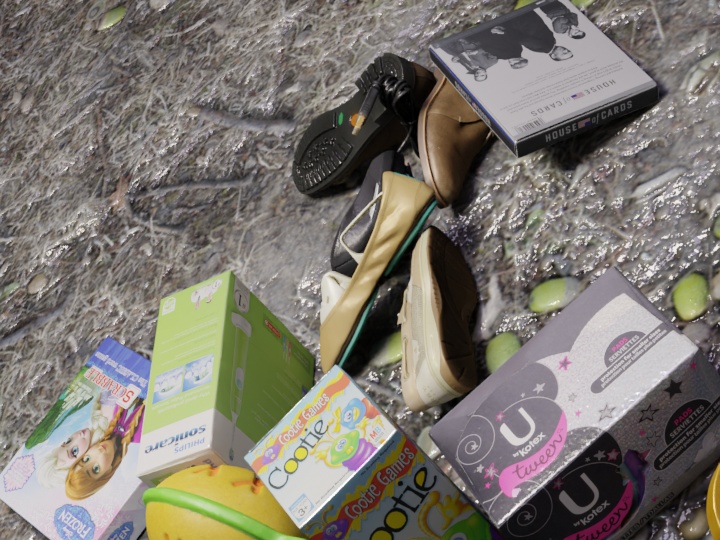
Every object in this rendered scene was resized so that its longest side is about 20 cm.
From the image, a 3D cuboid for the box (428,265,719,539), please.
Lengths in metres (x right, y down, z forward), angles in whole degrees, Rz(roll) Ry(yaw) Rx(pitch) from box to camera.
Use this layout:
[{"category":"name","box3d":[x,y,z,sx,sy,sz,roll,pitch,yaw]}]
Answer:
[{"category":"box","box3d":[0.175,0.122,1.312,0.200,0.115,0.132,-42,38,2]}]

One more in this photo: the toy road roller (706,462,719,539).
[{"category":"toy road roller","box3d":[0.331,0.174,1.148,0.198,0.146,0.124,20,63,8]}]

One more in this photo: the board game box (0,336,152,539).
[{"category":"board game box","box3d":[-0.252,0.180,1.693,0.199,0.041,0.200,21,71,49]}]

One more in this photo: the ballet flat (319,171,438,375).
[{"category":"ballet flat","box3d":[0.000,0.000,1.583,0.201,0.063,0.069,-60,-2,6]}]

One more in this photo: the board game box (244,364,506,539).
[{"category":"board game box","box3d":[0.021,0.185,1.320,0.105,0.200,0.103,-45,38,-2]}]

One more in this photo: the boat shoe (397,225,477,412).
[{"category":"boat shoe","box3d":[0.061,0.041,1.525,0.065,0.072,0.201,-33,36,27]}]

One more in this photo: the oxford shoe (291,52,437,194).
[{"category":"oxford shoe","box3d":[0.007,-0.137,1.743,0.200,0.084,0.073,-38,59,36]}]

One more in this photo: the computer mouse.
[{"category":"computer mouse","box3d":[0.022,-0.085,1.625,0.046,0.141,0.201,13,63,31]}]

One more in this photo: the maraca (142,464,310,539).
[{"category":"maraca","box3d":[-0.089,0.221,1.390,0.198,0.137,0.108,16,70,24]}]

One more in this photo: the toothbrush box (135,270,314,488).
[{"category":"toothbrush box","box3d":[-0.117,0.128,1.539,0.085,0.146,0.201,-22,43,23]}]

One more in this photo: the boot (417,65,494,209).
[{"category":"boot","box3d":[0.105,-0.146,1.664,0.075,0.074,0.201,-6,48,25]}]

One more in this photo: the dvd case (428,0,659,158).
[{"category":"dvd case","box3d":[0.171,-0.189,1.629,0.149,0.025,0.200,-22,40,-10]}]
